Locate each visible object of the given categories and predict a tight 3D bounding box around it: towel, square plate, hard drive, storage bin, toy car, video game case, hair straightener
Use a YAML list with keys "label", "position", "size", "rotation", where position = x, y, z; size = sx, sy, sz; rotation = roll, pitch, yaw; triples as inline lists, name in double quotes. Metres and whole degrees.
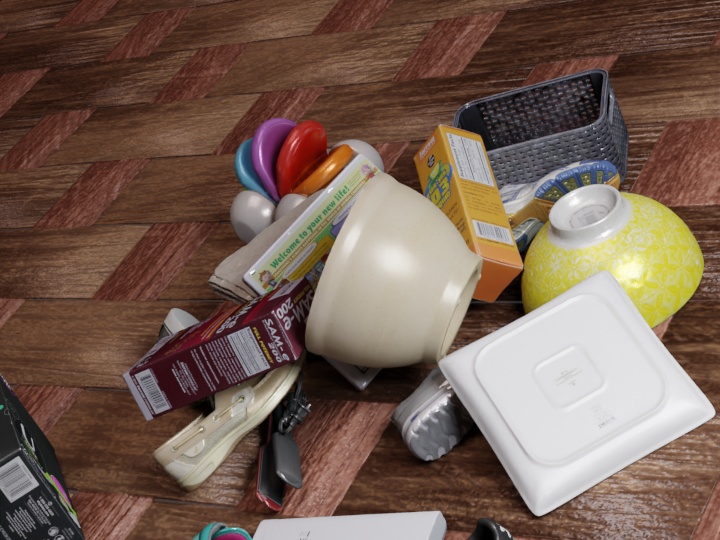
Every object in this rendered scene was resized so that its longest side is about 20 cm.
- label: "towel"
  position: [-0.072, -0.022, 1.823]
  size: [0.200, 0.035, 0.132]
  rotation: [-38, 33, -20]
- label: "square plate"
  position: [0.202, 0.107, 1.501]
  size: [0.199, 0.029, 0.199]
  rotation: [-28, 54, -6]
- label: "hard drive"
  position: [-0.027, 0.285, 1.479]
  size: [0.198, 0.027, 0.132]
  rotation: [-8, 35, 29]
- label: "storage bin"
  position: [0.215, -0.152, 1.895]
  size: [0.198, 0.094, 0.136]
  rotation: [-12, 33, 21]
- label: "toy car"
  position: [-0.083, -0.125, 2.021]
  size: [0.199, 0.151, 0.175]
  rotation: [6, 43, 42]
- label: "video game case"
  position: [0.000, 0.000, 1.742]
  size: [0.200, 0.182, 0.022]
  rotation: [-47, -4, -15]
- label: "hair straightener"
  position: [-0.070, 0.169, 1.665]
  size: [0.077, 0.041, 0.200]
  rotation: [-47, 16, 23]

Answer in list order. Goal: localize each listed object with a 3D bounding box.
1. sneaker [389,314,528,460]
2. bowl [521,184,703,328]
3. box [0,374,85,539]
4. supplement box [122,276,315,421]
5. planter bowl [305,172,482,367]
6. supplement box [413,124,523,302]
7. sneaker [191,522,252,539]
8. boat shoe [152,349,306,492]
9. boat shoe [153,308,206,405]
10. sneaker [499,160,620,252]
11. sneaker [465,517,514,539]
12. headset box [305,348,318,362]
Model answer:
- label: "sneaker"
  position: [0.111, 0.104, 1.601]
  size: [0.199, 0.075, 0.082]
  rotation: [-35, 32, -14]
- label: "bowl"
  position: [0.252, -0.024, 1.659]
  size: [0.198, 0.108, 0.201]
  rotation: [-19, 32, 12]
- label: "box"
  position: [-0.404, 0.229, 1.727]
  size: [0.124, 0.149, 0.200]
  rotation: [-31, 30, -7]
- label: "supplement box"
  position: [-0.143, 0.083, 1.669]
  size: [0.199, 0.061, 0.109]
  rotation: [-23, 11, 24]
- label: "planter bowl"
  position: [0.044, 0.018, 1.617]
  size: [0.134, 0.201, 0.201]
  rotation: [24, 47, 10]
- label: "supplement box"
  position: [0.117, -0.065, 1.741]
  size: [0.067, 0.068, 0.201]
  rotation: [-52, 37, 38]
- label: "sneaker"
  position: [-0.150, 0.283, 1.473]
  size: [0.120, 0.084, 0.200]
  rotation: [-24, 1, 2]
- label: "boat shoe"
  position: [-0.139, 0.146, 1.694]
  size: [0.200, 0.065, 0.072]
  rotation: [-47, 7, -10]
- label: "boat shoe"
  position: [-0.182, 0.121, 1.817]
  size: [0.064, 0.070, 0.200]
  rotation: [-57, 39, 11]
- label: "sneaker"
  position: [0.200, -0.082, 1.818]
  size: [0.199, 0.076, 0.088]
  rotation: [-26, 30, 0]
- label: "sneaker"
  position: [0.059, 0.293, 1.348]
  size: [0.200, 0.080, 0.071]
  rotation: [-42, 34, -24]
- label: "headset box"
  position: [-0.029, 0.011, 1.847]
  size: [0.148, 0.078, 0.200]
  rotation: [-27, 31, 0]
